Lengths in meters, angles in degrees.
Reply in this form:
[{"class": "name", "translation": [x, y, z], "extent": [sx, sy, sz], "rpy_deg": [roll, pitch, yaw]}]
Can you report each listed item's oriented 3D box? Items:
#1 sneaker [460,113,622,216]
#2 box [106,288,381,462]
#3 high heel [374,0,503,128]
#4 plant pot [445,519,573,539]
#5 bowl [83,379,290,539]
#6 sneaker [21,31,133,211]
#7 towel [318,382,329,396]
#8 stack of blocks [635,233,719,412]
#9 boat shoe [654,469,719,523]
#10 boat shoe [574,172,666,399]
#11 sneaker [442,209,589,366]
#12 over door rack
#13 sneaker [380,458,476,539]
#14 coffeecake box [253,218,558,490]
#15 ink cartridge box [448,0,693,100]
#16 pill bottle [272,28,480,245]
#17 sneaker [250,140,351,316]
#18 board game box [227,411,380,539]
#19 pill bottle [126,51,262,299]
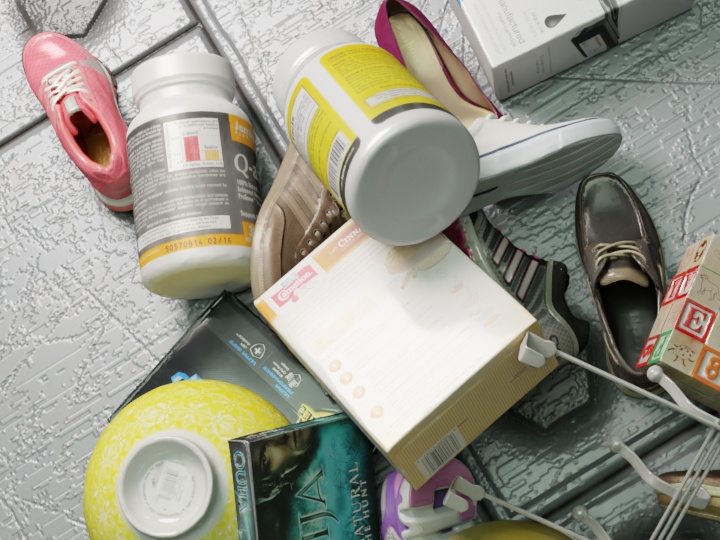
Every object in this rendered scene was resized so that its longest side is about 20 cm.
[{"class": "sneaker", "translation": [0.129, -0.105, 1.278], "extent": [0.199, 0.073, 0.071], "rpy_deg": [-16, 60, -19]}, {"class": "box", "translation": [-0.096, 0.140, 1.301], "extent": [0.200, 0.046, 0.159], "rpy_deg": [42, 86, 16]}, {"class": "high heel", "translation": [0.077, -0.153, 1.320], "extent": [0.067, 0.096, 0.200], "rpy_deg": [-40, 73, -3]}, {"class": "plant pot", "translation": [0.132, 0.301, 1.131], "extent": [0.198, 0.142, 0.202], "rpy_deg": [0, 90, -13]}, {"class": "bowl", "translation": [-0.144, 0.181, 1.220], "extent": [0.198, 0.108, 0.202], "rpy_deg": [-2, 76, 9]}, {"class": "sneaker", "translation": [-0.257, -0.152, 1.384], "extent": [0.073, 0.087, 0.201], "rpy_deg": [-34, 73, -1]}, {"class": "towel", "translation": [0.000, 0.000, 1.311], "extent": [0.146, 0.022, 0.201], "rpy_deg": [-27, 56, 2]}, {"class": "stack of blocks", "translation": [0.338, 0.070, 1.204], "extent": [0.199, 0.059, 0.116], "rpy_deg": [28, 77, -4]}, {"class": "boat shoe", "translation": [0.336, 0.205, 1.202], "extent": [0.198, 0.072, 0.077], "rpy_deg": [5, 92, 13]}, {"class": "boat shoe", "translation": [0.228, 0.006, 1.265], "extent": [0.074, 0.073, 0.202], "rpy_deg": [-15, 74, 6]}, {"class": "sneaker", "translation": [0.131, 0.008, 1.284], "extent": [0.087, 0.074, 0.201], "rpy_deg": [-13, 54, -23]}, {"class": "over door rack", "translation": [0.181, 0.139, 1.159], "extent": [0.199, 0.067, 0.149], "rpy_deg": [21, 109, -11]}, {"class": "sneaker", "translation": [0.056, 0.249, 1.237], "extent": [0.080, 0.088, 0.202], "rpy_deg": [-8, 94, -29]}, {"class": "coffeecake box", "translation": [0.034, 0.050, 1.203], "extent": [0.153, 0.073, 0.200], "rpy_deg": [-40, 51, -6]}, {"class": "ink cartridge box", "translation": [0.180, -0.268, 1.338], "extent": [0.199, 0.084, 0.145], "rpy_deg": [-26, 73, 2]}, {"class": "pill bottle", "translation": [0.006, -0.116, 1.216], "extent": [0.114, 0.115, 0.200], "rpy_deg": [-36, 40, -1]}, {"class": "sneaker", "translation": [-0.038, -0.050, 1.296], "extent": [0.075, 0.071, 0.201], "rpy_deg": [2, 62, 24]}, {"class": "board game box", "translation": [-0.039, 0.223, 1.202], "extent": [0.028, 0.135, 0.202], "rpy_deg": [-3, 94, 45]}, {"class": "pill bottle", "translation": [-0.148, -0.084, 1.332], "extent": [0.115, 0.116, 0.202], "rpy_deg": [-10, 75, 7]}]
